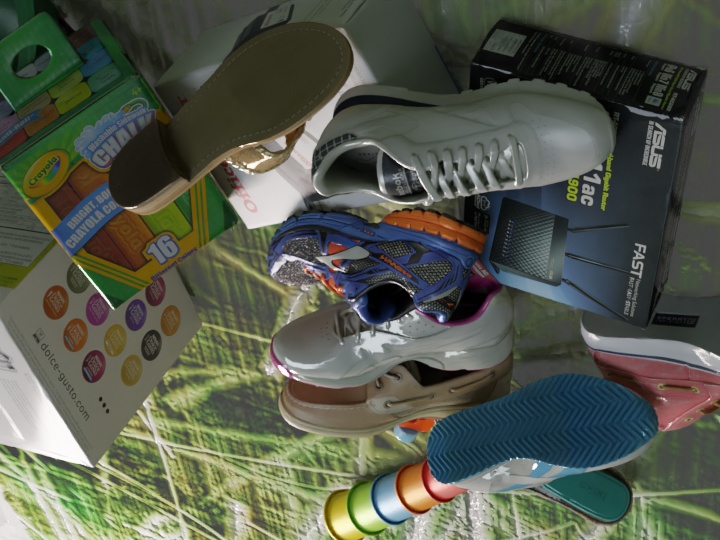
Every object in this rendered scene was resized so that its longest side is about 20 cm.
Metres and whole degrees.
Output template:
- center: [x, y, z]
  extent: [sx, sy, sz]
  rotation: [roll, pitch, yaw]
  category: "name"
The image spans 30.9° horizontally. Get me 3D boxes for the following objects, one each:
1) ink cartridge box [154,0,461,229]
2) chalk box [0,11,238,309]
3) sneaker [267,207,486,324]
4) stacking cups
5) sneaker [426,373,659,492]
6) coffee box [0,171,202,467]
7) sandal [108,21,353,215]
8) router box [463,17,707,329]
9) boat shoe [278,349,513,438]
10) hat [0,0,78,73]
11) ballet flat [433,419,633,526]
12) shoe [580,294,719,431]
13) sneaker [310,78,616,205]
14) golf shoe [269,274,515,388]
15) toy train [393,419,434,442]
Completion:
- center: [-0.035, -0.123, 0.982]
  extent: [0.199, 0.084, 0.146]
  rotation: [-9, 124, 40]
  category: "ink cartridge box"
- center: [-0.205, -0.098, 0.995]
  extent: [0.201, 0.124, 0.124]
  rotation: [57, 177, -38]
  category: "chalk box"
- center: [0.000, 0.000, 0.978]
  extent: [0.199, 0.079, 0.075]
  rotation: [-2, 160, 44]
  category: "sneaker"
- center: [0.045, 0.225, 1.301]
  extent: [0.061, 0.061, 0.199]
  rotation: [46, 136, -14]
  category: "stacking cups"
- center: [0.152, 0.132, 1.045]
  extent: [0.199, 0.077, 0.080]
  rotation: [-16, 158, 38]
  category: "sneaker"
- center: [-0.308, 0.032, 1.240]
  extent: [0.199, 0.198, 0.201]
  rotation: [7, 134, 33]
  category: "coffee box"
- center: [-0.079, -0.100, 0.921]
  extent: [0.211, 0.078, 0.069]
  rotation: [-29, 155, 22]
  category: "sandal"
- center: [0.152, -0.065, 0.924]
  extent: [0.149, 0.062, 0.201]
  rotation: [17, 137, 19]
  category: "router box"
- center: [0.030, 0.089, 1.088]
  extent: [0.198, 0.072, 0.065]
  rotation: [-6, 132, -11]
  category: "boat shoe"
- center: [-0.247, -0.183, 1.125]
  extent: [0.165, 0.175, 0.202]
  rotation: [-20, 79, 46]
  category: "hat"
- center: [0.148, 0.164, 1.158]
  extent: [0.199, 0.068, 0.067]
  rotation: [34, 180, 1]
  category: "ballet flat"
- center: [0.265, 0.073, 0.983]
  extent: [0.199, 0.072, 0.091]
  rotation: [7, 135, 37]
  category: "shoe"
- center: [0.066, -0.075, 0.852]
  extent: [0.198, 0.081, 0.077]
  rotation: [-1, 124, 19]
  category: "sneaker"
- center: [0.025, 0.038, 1.025]
  extent: [0.198, 0.076, 0.092]
  rotation: [-9, 144, -6]
  category: "golf shoe"
- center: [0.041, 0.065, 1.147]
  extent: [0.149, 0.056, 0.201]
  rotation: [13, 132, -15]
  category: "toy train"
